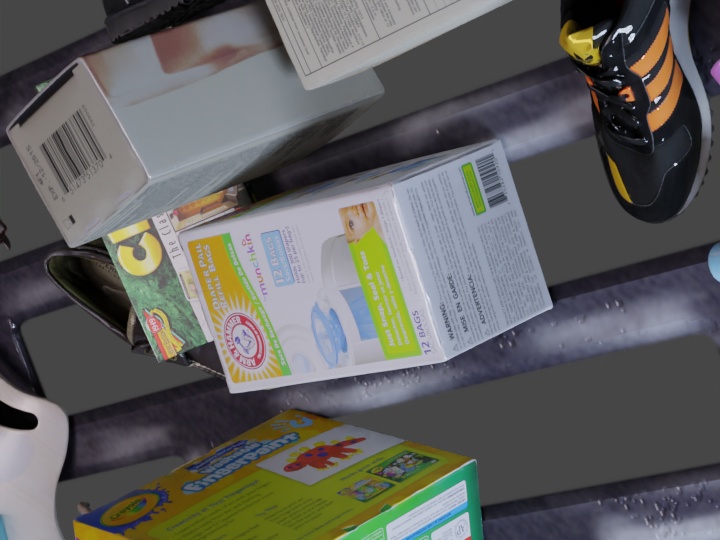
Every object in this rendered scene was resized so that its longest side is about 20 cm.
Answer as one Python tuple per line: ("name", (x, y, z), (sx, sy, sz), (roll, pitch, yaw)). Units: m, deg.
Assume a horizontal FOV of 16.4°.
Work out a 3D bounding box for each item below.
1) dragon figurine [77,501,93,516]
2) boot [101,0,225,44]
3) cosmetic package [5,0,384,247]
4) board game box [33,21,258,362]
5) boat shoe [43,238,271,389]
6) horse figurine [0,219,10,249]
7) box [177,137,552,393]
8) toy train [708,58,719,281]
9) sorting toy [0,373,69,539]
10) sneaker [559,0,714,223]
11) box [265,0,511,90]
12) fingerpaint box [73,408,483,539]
("dragon figurine", (-0.144, 0.220, 1.792), (0.200, 0.059, 0.099), (4, 110, 42))
("boot", (-0.138, -0.259, 1.574), (0.165, 0.066, 0.200), (-17, 91, 46))
("cosmetic package", (-0.098, -0.096, 1.501), (0.103, 0.200, 0.087), (-36, 80, 45))
("board game box", (-0.124, -0.049, 1.622), (0.105, 0.023, 0.200), (-23, 96, 15))
("boat shoe", (-0.134, 0.032, 1.693), (0.200, 0.065, 0.073), (26, 123, 33))
("horse figurine", (-0.332, -0.106, 1.831), (0.200, 0.050, 0.133), (25, 142, 26))
("box", (0.000, 0.000, 1.518), (0.200, 0.101, 0.113), (-10, 100, 47))
("toy train", (0.256, -0.056, 1.279), (0.200, 0.056, 0.150), (-13, 100, 50))
("sorting toy", (-0.298, 0.145, 1.905), (0.200, 0.107, 0.180), (38, 112, 27))
("sneaker", (0.136, -0.114, 1.340), (0.070, 0.090, 0.200), (16, 118, 40))
("box", (0.037, -0.181, 1.418), (0.200, 0.078, 0.095), (-19, 94, 47))
("fingerpaint box", (-0.050, 0.169, 1.572), (0.167, 0.200, 0.073), (12, 117, 41))
